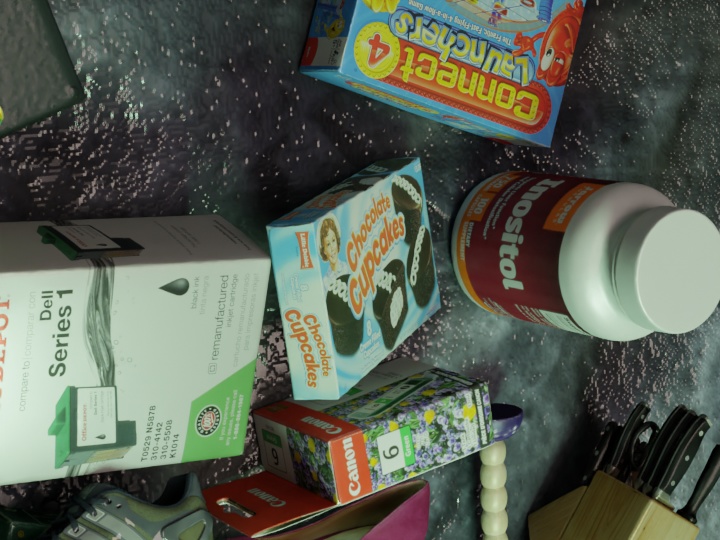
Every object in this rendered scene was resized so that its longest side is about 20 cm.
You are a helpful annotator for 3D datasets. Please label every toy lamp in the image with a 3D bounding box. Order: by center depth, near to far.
[{"bbox_3d":[0.104,0.207,1.199,0.058,0.058,0.201,-10,101,-31],"label":"toy lamp"}]

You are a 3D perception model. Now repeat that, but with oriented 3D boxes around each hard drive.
[{"bbox_3d":[-0.264,-0.168,0.927,0.139,0.033,0.201,-29,111,-26],"label":"hard drive"}]

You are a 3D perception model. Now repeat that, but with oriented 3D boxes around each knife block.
[{"bbox_3d":[0.215,0.207,1.189,0.064,0.175,0.201,32,40,-31],"label":"knife block"}]

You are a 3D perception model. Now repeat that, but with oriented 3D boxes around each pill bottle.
[{"bbox_3d":[0.164,-0.011,1.121,0.112,0.200,0.114,-5,99,-32],"label":"pill bottle"}]

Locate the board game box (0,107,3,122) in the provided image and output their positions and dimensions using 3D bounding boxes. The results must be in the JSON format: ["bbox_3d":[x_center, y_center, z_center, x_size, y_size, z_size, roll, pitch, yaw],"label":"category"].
[{"bbox_3d":[-0.300,-0.037,0.897,0.095,0.030,0.200,34,96,-31],"label":"board game box"}]

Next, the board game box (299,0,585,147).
[{"bbox_3d":[0.072,-0.210,1.123,0.199,0.056,0.197,14,88,-33],"label":"board game box"}]

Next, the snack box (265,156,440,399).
[{"bbox_3d":[0.000,0.000,1.054,0.200,0.037,0.117,-37,121,-63],"label":"snack box"}]

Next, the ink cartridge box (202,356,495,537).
[{"bbox_3d":[-0.018,0.118,1.077,0.199,0.109,0.051,-17,105,-30],"label":"ink cartridge box"}]

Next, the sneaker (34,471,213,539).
[{"bbox_3d":[-0.177,0.174,0.956,0.199,0.074,0.081,-6,88,-38],"label":"sneaker"}]

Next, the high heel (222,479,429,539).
[{"bbox_3d":[-0.030,0.185,1.097,0.199,0.067,0.096,15,98,-38],"label":"high heel"}]

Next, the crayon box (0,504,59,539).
[{"bbox_3d":[-0.201,0.263,1.014,0.125,0.051,0.201,13,90,-33],"label":"crayon box"}]

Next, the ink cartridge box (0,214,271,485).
[{"bbox_3d":[-0.169,0.048,0.968,0.199,0.084,0.147,-4,114,-33],"label":"ink cartridge box"}]
